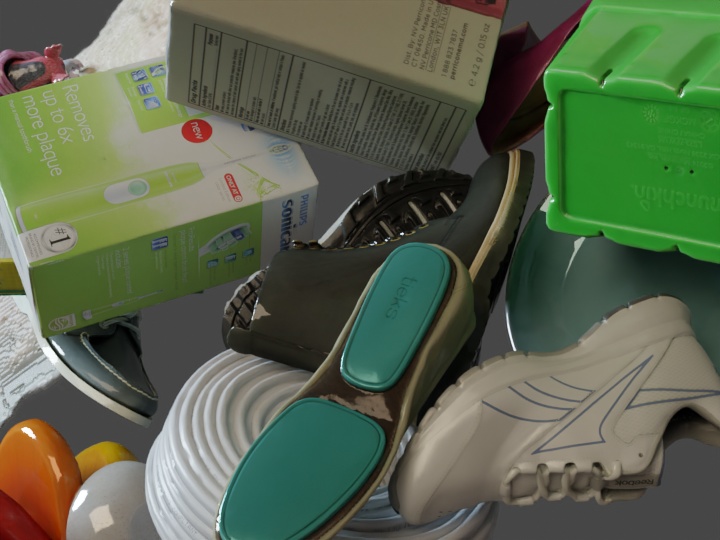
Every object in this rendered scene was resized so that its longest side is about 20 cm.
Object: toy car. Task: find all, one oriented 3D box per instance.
[{"bbox_3d":[-0.213,0.191,0.836,0.174,0.149,0.202,-10,59,46],"label":"toy car"}]

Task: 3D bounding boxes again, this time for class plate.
[{"bbox_3d":[0.179,0.006,0.790,0.198,0.026,0.202,-15,58,24],"label":"plate"}]

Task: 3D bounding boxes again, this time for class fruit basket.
[{"bbox_3d":[0.217,-0.093,0.742,0.213,0.157,0.216,-4,23,2],"label":"fruit basket"}]

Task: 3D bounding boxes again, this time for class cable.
[{"bbox_3d":[-0.020,0.116,0.751,0.198,0.070,0.200,22,32,10],"label":"cable"}]

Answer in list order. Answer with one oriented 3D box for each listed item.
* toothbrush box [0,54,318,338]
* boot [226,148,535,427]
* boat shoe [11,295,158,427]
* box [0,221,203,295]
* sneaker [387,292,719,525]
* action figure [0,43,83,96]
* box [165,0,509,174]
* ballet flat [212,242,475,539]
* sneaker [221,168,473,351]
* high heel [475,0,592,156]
[{"bbox_3d":[-0.147,-0.061,0.924,0.198,0.087,0.147,-16,58,-18],"label":"toothbrush box"},{"bbox_3d":[0.019,-0.013,0.797,0.137,0.078,0.201,18,49,8],"label":"boot"},{"bbox_3d":[-0.194,0.039,0.977,0.062,0.073,0.200,-51,45,2],"label":"boat shoe"},{"bbox_3d":[-0.186,-0.042,0.986,0.197,0.049,0.119,-1,56,-4],"label":"box"},{"bbox_3d":[0.107,0.083,0.693,0.198,0.075,0.088,-24,59,-15],"label":"sneaker"},{"bbox_3d":[-0.315,-0.137,1.112,0.199,0.148,0.135,-32,44,30],"label":"action figure"},{"bbox_3d":[-0.016,-0.152,0.865,0.198,0.128,0.110,18,68,-4],"label":"box"},{"bbox_3d":[-0.001,0.076,0.680,0.069,0.070,0.201,17,60,37],"label":"ballet flat"},{"bbox_3d":[0.000,0.000,0.876,0.199,0.079,0.074,-30,81,-5],"label":"sneaker"},{"bbox_3d":[0.160,-0.139,0.855,0.199,0.067,0.097,-27,41,35],"label":"high heel"}]
